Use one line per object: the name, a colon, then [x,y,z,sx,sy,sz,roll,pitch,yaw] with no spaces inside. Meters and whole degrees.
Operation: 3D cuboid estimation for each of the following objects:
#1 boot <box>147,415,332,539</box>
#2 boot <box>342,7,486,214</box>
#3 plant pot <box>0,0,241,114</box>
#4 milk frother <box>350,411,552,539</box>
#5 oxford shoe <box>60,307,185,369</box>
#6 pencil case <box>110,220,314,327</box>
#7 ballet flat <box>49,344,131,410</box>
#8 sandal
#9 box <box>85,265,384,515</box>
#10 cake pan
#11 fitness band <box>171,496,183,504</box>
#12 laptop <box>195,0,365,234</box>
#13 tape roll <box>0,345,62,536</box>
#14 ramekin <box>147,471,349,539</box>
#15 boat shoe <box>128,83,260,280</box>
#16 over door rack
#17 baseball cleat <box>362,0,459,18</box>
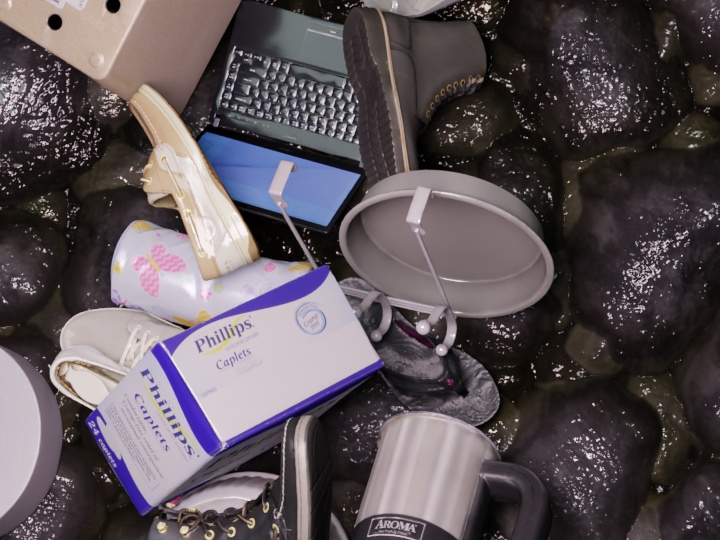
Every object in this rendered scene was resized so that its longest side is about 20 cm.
boot: [-0.103,0.208,1.463,0.152,0.074,0.205,7,116,12]
boot: [0.069,-0.155,1.655,0.137,0.077,0.202,-2,75,-25]
plant pot: [-0.238,-0.272,1.666,0.199,0.177,0.201,32,104,6]
milk frother: [0.075,0.267,1.571,0.179,0.201,0.189,15,52,7]
oxford shoe: [-0.201,0.079,1.690,0.198,0.058,0.076,15,86,16]
pencil case: [-0.140,0.013,1.679,0.198,0.083,0.091,14,73,13]
ballet flat: [-0.206,0.128,1.637,0.199,0.069,0.070,24,84,13]
sandal: [0.042,0.081,1.648,0.200,0.048,0.076,36,87,15]
box: [-0.111,0.106,1.525,0.183,0.200,0.105,-26,80,-35]
cake pan: [0.080,-0.025,1.596,0.199,0.201,0.037,8,58,12]
fitness band: [-0.111,0.225,1.657,0.142,0.037,0.202,-3,79,7]
laptop: [-0.074,-0.152,1.686,0.176,0.103,0.202,16,92,13]
tape roll: [-0.393,0.164,1.705,0.198,0.066,0.202,-2,79,11]
ramekin: [-0.106,0.282,1.574,0.198,0.105,0.202,-1,84,8]
boat shoe: [-0.167,-0.081,1.616,0.066,0.074,0.201,-31,72,-6]
over door rack: [0.000,0.000,1.560,0.147,0.201,0.067,12,54,21]
baseball cleat: [0.097,-0.285,1.703,0.199,0.106,0.070,-5,91,39]
